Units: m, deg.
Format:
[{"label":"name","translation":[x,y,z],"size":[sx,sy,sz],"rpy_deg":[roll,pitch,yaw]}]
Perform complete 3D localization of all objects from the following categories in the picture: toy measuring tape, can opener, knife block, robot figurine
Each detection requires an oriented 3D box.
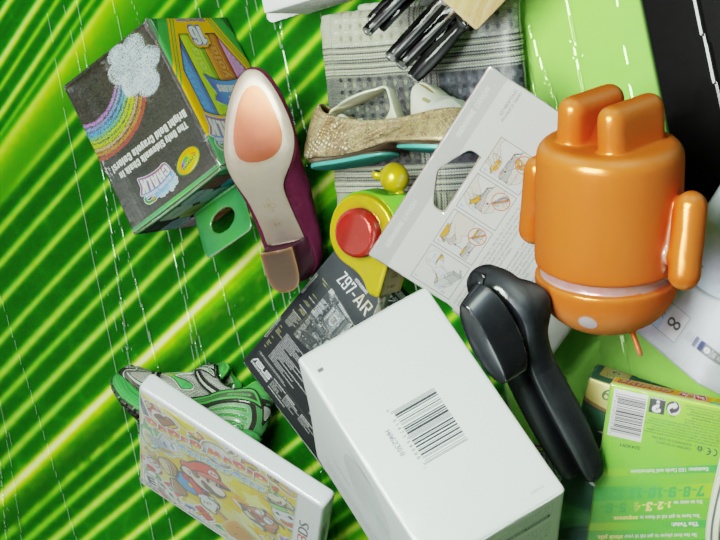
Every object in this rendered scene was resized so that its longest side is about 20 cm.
[{"label":"toy measuring tape","translation":[0.000,0.000,1.667],"size":[0.073,0.073,0.201],"rpy_deg":[25,110,29]},{"label":"can opener","translation":[0.132,0.082,1.508],"size":[0.063,0.079,0.201],"rpy_deg":[16,141,56]},{"label":"knife block","translation":[0.100,-0.237,1.577],"size":[0.198,0.064,0.177],"rpy_deg":[-2,110,4]},{"label":"robot figurine","translation":[0.191,-0.037,1.491],"size":[0.143,0.117,0.202],"rpy_deg":[2,112,7]}]

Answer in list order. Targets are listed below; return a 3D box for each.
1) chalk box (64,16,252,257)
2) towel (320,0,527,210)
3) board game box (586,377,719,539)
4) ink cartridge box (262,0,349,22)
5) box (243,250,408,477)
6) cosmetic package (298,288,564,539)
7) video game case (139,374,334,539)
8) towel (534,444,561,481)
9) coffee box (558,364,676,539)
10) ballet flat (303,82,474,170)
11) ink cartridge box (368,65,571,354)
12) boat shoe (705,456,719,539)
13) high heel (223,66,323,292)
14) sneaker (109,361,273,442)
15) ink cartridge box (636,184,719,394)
[{"label":"chalk box","translation":[-0.153,-0.113,1.765],"size":[0.125,0.124,0.201],"rpy_deg":[-33,79,32]},{"label":"towel","translation":[0.057,-0.137,1.679],"size":[0.199,0.034,0.194],"rpy_deg":[0,99,32]},{"label":"board game box","translation":[0.231,0.191,1.542],"size":[0.095,0.030,0.202],"rpy_deg":[11,103,17]},{"label":"ink cartridge box","translation":[-0.032,-0.292,1.691],"size":[0.199,0.068,0.117],"rpy_deg":[-12,89,35]},{"label":"box","translation":[0.006,0.102,1.733],"size":[0.200,0.043,0.160],"rpy_deg":[50,120,18]},{"label":"cosmetic package","translation":[0.057,0.159,1.533],"size":[0.200,0.122,0.200],"rpy_deg":[56,166,24]},{"label":"video game case","translation":[-0.116,0.196,1.760],"size":[0.199,0.023,0.182],"rpy_deg":[32,149,15]},{"label":"towel","translation":[0.105,0.217,1.661],"size":[0.198,0.023,0.145],"rpy_deg":[-1,102,18]},{"label":"coffee box","translation":[0.220,0.189,1.583],"size":[0.122,0.044,0.201],"rpy_deg":[19,107,14]},{"label":"ballet flat","translation":[0.036,-0.125,1.637],"size":[0.199,0.070,0.066],"rpy_deg":[-3,87,30]},{"label":"ink cartridge box","translation":[0.131,-0.046,1.592],"size":[0.176,0.045,0.201],"rpy_deg":[34,115,1]},{"label":"boat shoe","translation":[0.311,0.165,1.503],"size":[0.062,0.075,0.201],"rpy_deg":[20,120,25]},{"label":"high heel","translation":[-0.074,-0.085,1.710],"size":[0.067,0.096,0.202],"rpy_deg":[-2,107,12]},{"label":"sneaker","translation":[-0.156,0.125,1.841],"size":[0.199,0.078,0.085],"rpy_deg":[17,67,39]},{"label":"ink cartridge box","translation":[0.328,0.040,1.504],"size":[0.200,0.047,0.161],"rpy_deg":[42,117,24]}]
